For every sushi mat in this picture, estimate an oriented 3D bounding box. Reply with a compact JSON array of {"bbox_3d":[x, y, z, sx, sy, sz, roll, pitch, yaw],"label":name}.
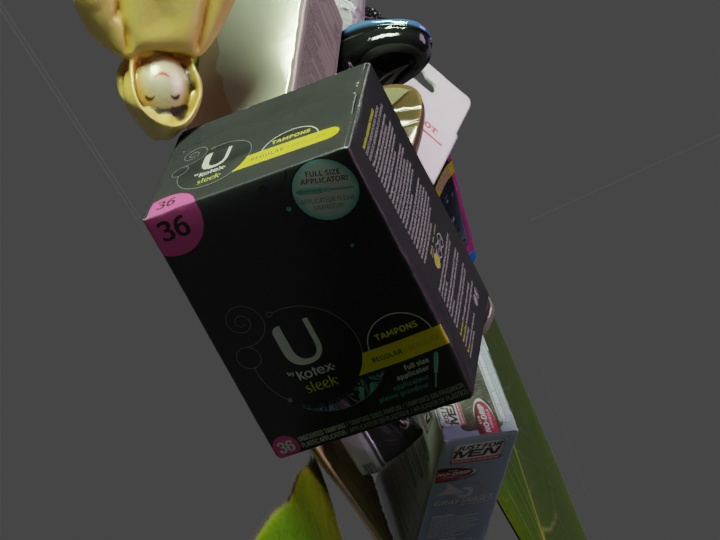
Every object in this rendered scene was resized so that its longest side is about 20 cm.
[{"bbox_3d":[-0.019,0.139,1.585,0.200,0.012,0.096,58,10,-48],"label":"sushi mat"}]

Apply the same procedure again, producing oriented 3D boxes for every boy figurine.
[{"bbox_3d":[-0.140,-0.187,1.423,0.064,0.124,0.200,-163,-104,-65],"label":"boy figurine"}]

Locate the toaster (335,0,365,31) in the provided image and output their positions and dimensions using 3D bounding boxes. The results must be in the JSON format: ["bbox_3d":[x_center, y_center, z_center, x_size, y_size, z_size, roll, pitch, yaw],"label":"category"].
[{"bbox_3d":[-0.071,-0.182,1.714,0.114,0.200,0.129,24,26,-15],"label":"toaster"}]

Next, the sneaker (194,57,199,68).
[{"bbox_3d":[-0.137,-0.200,1.616,0.074,0.084,0.200,58,28,-60],"label":"sneaker"}]

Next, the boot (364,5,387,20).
[{"bbox_3d":[-0.016,-0.139,1.936,0.073,0.162,0.198,13,-30,40],"label":"boot"}]

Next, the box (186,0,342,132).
[{"bbox_3d":[-0.069,-0.127,1.538,0.095,0.078,0.200,64,28,-54],"label":"box"}]

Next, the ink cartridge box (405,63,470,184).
[{"bbox_3d":[0.003,-0.096,1.769,0.116,0.067,0.200,39,52,-15],"label":"ink cartridge box"}]

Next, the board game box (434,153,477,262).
[{"bbox_3d":[0.032,-0.042,1.920,0.148,0.064,0.200,-55,145,-35],"label":"board game box"}]

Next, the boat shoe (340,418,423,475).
[{"bbox_3d":[-0.023,0.054,1.554,0.200,0.057,0.069,60,1,8],"label":"boat shoe"}]

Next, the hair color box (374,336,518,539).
[{"bbox_3d":[0.062,0.148,1.609,0.200,0.061,0.099,101,-23,-48],"label":"hair color box"}]

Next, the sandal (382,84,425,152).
[{"bbox_3d":[0.003,-0.045,1.554,0.054,0.080,0.200,51,45,-59],"label":"sandal"}]

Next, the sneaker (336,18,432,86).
[{"bbox_3d":[-0.027,-0.121,1.623,0.071,0.200,0.083,53,7,-47],"label":"sneaker"}]

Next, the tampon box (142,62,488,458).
[{"bbox_3d":[-0.024,-0.006,1.399,0.200,0.150,0.126,61,21,-25],"label":"tampon box"}]

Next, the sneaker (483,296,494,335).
[{"bbox_3d":[0.000,0.000,1.599,0.075,0.200,0.106,-64,154,-20],"label":"sneaker"}]
